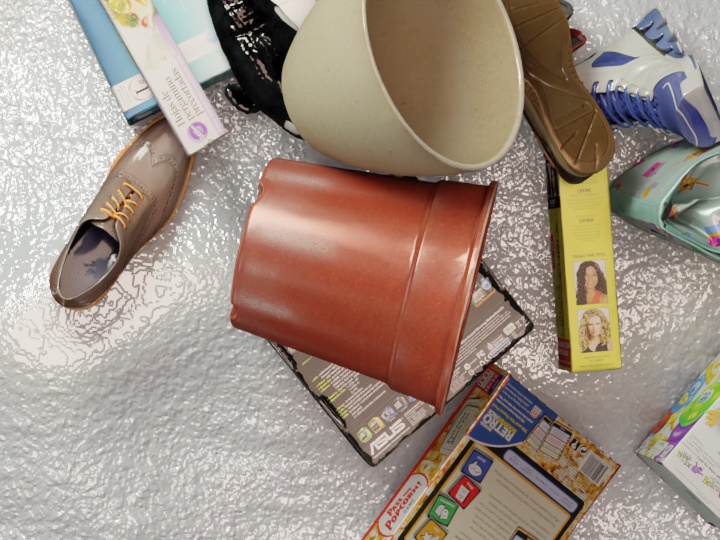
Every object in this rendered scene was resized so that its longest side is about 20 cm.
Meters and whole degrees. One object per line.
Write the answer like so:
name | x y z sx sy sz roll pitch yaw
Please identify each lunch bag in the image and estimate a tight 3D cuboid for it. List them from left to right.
lunch bag | 0.329 -0.069 1.595 0.198 0.170 0.123 -13 101 -6

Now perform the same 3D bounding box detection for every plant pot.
plant pot | 0.000 0.000 1.518 0.193 0.201 0.203 14 89 5

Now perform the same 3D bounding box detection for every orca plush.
orca plush | -0.074 -0.200 1.520 0.104 0.071 0.202 -18 94 -7

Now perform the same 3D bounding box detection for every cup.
cup | 0.019 -0.162 1.473 0.199 0.142 0.203 19 64 -44

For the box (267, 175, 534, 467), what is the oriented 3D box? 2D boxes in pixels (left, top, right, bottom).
box | 0.023 0.040 1.628 0.200 0.048 0.194 -41 91 -4

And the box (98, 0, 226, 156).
box | -0.179 -0.193 1.523 0.038 0.041 0.201 -30 96 -4

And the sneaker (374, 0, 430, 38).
sneaker | 0.020 -0.269 1.530 0.198 0.096 0.080 22 48 -18

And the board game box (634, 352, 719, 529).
board game box | 0.361 0.129 1.633 0.105 0.103 0.200 43 86 -4

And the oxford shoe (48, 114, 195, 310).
oxford shoe | -0.206 -0.050 1.589 0.071 0.073 0.201 31 87 -5

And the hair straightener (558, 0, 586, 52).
hair straightener | 0.108 -0.188 1.624 0.199 0.041 0.077 -31 128 -4

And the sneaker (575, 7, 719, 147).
sneaker | 0.246 -0.151 1.594 0.114 0.200 0.081 -28 118 7

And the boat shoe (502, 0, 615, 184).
boat shoe | 0.156 -0.168 1.575 0.072 0.072 0.202 -25 83 -14

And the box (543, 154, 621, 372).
box | 0.201 -0.011 1.633 0.049 0.075 0.203 -5 92 -4

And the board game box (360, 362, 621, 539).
board game box | 0.118 0.209 1.616 0.151 0.046 0.201 39 86 -22

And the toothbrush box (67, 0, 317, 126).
toothbrush box | -0.149 -0.238 1.588 0.198 0.085 0.148 -28 94 -5
